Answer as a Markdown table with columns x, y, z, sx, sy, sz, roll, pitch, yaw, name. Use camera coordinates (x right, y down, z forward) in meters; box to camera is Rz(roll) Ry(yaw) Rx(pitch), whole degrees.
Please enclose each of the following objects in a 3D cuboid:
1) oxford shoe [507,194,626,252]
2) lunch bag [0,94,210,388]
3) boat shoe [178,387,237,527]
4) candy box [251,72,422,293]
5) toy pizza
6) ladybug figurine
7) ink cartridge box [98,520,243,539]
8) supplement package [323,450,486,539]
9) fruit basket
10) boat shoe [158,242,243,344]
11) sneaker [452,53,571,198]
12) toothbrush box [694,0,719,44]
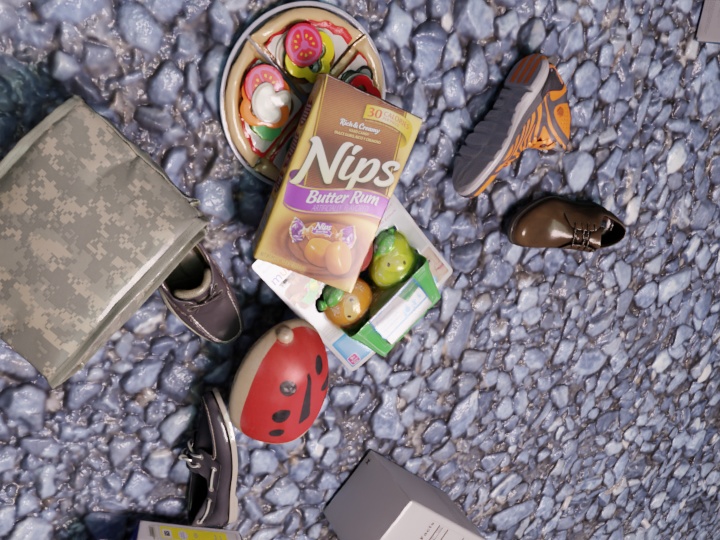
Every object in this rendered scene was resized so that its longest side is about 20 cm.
| x | y | z | sx | sy | sz | roll | pitch | yaw | name |
| --- | --- | --- | --- | --- | --- | --- | --- | --- | --- |
| 0.296 | -0.062 | 0.987 | 0.197 | 0.084 | 0.074 | -7 | 117 | -26 | oxford shoe |
| -0.254 | -0.031 | 0.630 | 0.164 | 0.118 | 0.200 | 44 | 88 | -7 | lunch bag |
| -0.186 | 0.234 | 0.846 | 0.062 | 0.073 | 0.203 | -10 | 121 | -23 | boat shoe |
| -0.028 | -0.091 | 0.745 | 0.115 | 0.056 | 0.203 | 20 | 99 | -17 | candy box |
| -0.055 | -0.183 | 0.759 | 0.197 | 0.032 | 0.204 | -13 | 117 | -25 | toy pizza |
| -0.088 | 0.138 | 0.820 | 0.135 | 0.072 | 0.202 | -35 | 151 | -30 | ladybug figurine |
| -0.276 | 0.402 | 0.876 | 0.198 | 0.047 | 0.199 | 24 | 106 | -34 | ink cartridge box |
| 0.066 | 0.377 | 1.025 | 0.120 | 0.121 | 0.199 | -51 | 126 | 0 | supplement package |
| 0.000 | 0.000 | 0.837 | 0.185 | 0.094 | 0.201 | -44 | 123 | -6 | fruit basket |
| -0.183 | 0.011 | 0.750 | 0.071 | 0.065 | 0.202 | -33 | 124 | -13 | boat shoe |
| 0.205 | -0.161 | 0.892 | 0.111 | 0.077 | 0.201 | 33 | 93 | -35 | sneaker |
| 0.597 | -0.397 | 1.010 | 0.197 | 0.085 | 0.149 | -6 | 114 | -29 | toothbrush box |
